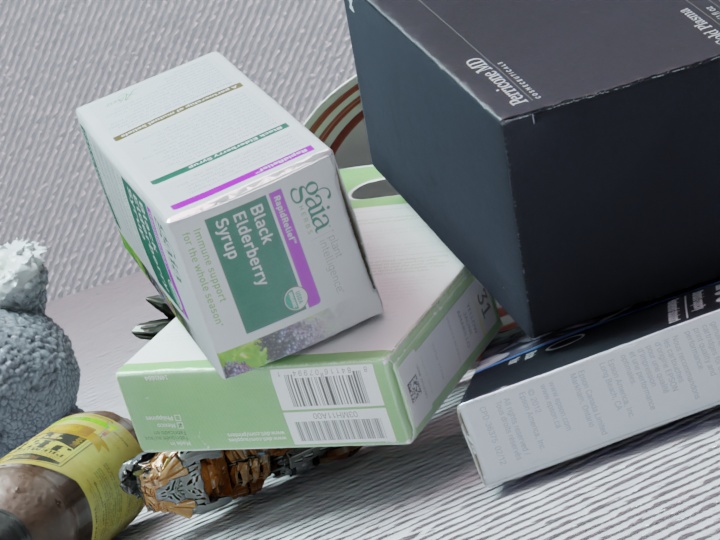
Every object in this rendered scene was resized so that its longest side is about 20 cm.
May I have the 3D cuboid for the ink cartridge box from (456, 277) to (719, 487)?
[{"bbox_3d":[0.147,0.026,1.027,0.200,0.043,0.198,-18,4,9],"label":"ink cartridge box"}]

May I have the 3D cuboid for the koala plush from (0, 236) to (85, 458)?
[{"bbox_3d":[-0.246,0.077,1.343,0.200,0.178,0.184,-24,-6,1],"label":"koala plush"}]

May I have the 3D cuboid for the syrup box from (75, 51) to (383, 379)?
[{"bbox_3d":[-0.064,-0.030,1.092,0.081,0.079,0.200,-23,23,-9],"label":"syrup box"}]

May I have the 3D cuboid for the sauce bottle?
[{"bbox_3d":[-0.151,0.114,1.118,0.065,0.065,0.200,-19,5,13],"label":"sauce bottle"}]

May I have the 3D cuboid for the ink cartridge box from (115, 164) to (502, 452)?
[{"bbox_3d":[-0.002,0.012,1.109,0.145,0.048,0.200,-5,25,32],"label":"ink cartridge box"}]

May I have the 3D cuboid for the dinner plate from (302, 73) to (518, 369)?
[{"bbox_3d":[0.051,-0.034,1.246,0.200,0.200,0.024,-19,35,6],"label":"dinner plate"}]

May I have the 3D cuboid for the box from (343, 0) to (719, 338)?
[{"bbox_3d":[0.112,-0.080,1.056,0.182,0.104,0.200,-16,29,-13],"label":"box"}]

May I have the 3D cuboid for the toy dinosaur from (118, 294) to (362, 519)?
[{"bbox_3d":[-0.036,0.069,1.179,0.200,0.102,0.136,0,6,-40],"label":"toy dinosaur"}]
